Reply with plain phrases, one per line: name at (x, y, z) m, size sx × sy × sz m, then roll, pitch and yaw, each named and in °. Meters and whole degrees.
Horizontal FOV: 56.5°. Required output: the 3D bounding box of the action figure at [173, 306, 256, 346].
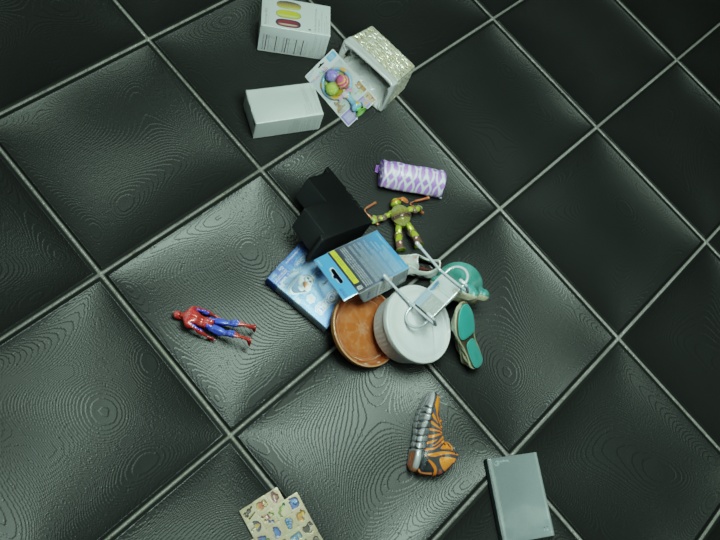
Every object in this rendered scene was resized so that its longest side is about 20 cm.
action figure at (-0.355, 0.132, 1.616) m, size 0.199 × 0.052 × 0.066 m, roll 18°, pitch 60°, yaw -2°

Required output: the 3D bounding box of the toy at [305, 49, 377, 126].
toy at (-0.060, -0.527, 1.923) m, size 0.115 × 0.047 × 0.200 m, roll -41°, pitch 88°, yaw 10°

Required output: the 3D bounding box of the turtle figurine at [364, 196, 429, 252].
turtle figurine at (0.122, -0.139, 1.839) m, size 0.199 × 0.064 × 0.162 m, roll -12°, pitch 73°, yaw -19°

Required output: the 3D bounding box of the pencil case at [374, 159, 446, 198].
pencil case at (0.145, -0.261, 1.886) m, size 0.199 × 0.084 × 0.086 m, roll 9°, pitch 32°, yaw -14°

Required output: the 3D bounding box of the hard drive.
hard drive at (0.391, 0.560, 1.657) m, size 0.139 × 0.033 × 0.201 m, roll -3°, pitch 70°, yaw -16°

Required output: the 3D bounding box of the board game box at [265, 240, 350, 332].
board game box at (-0.105, 0.020, 1.729) m, size 0.199 × 0.043 × 0.200 m, roll 40°, pitch 64°, yaw 1°

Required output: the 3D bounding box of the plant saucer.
plant saucer at (0.011, 0.146, 1.691) m, size 0.200 × 0.032 × 0.201 m, roll 12°, pitch 68°, yaw -31°

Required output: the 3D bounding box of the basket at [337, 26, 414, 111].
basket at (0.044, -0.594, 1.958) m, size 0.200 × 0.136 × 0.123 m, roll 44°, pitch 63°, yaw 4°

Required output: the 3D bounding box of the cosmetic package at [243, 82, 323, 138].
cosmetic package at (-0.215, -0.446, 1.861) m, size 0.199 × 0.081 × 0.113 m, roll -11°, pitch 72°, yaw -18°

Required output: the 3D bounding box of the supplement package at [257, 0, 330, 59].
supplement package at (-0.195, -0.705, 1.950) m, size 0.199 × 0.110 × 0.114 m, roll 4°, pitch 68°, yaw -13°

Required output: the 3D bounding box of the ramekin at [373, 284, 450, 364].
ramekin at (0.123, 0.143, 1.690) m, size 0.202 × 0.094 × 0.203 m, roll 11°, pitch 69°, yaw -30°

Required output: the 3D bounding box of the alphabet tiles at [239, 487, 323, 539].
alphabet tiles at (-0.182, 0.602, 1.503) m, size 0.167 × 0.008 × 0.200 m, roll -27°, pitch 78°, yaw -22°

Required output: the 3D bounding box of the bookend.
bookend at (-0.108, -0.148, 1.719) m, size 0.200 × 0.092 × 0.199 m, roll -25°, pitch 71°, yaw -47°

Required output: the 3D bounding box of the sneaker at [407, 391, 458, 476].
sneaker at (0.188, 0.406, 1.648) m, size 0.112 × 0.078 × 0.201 m, roll 18°, pitch 77°, yaw -12°

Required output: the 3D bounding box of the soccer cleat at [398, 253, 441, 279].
soccer cleat at (0.118, -0.017, 1.779) m, size 0.199 × 0.085 × 0.069 m, roll 8°, pitch 68°, yaw -12°

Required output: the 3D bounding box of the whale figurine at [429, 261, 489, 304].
whale figurine at (0.261, 0.031, 1.733) m, size 0.158 × 0.200 × 0.104 m, roll 16°, pitch 92°, yaw 3°

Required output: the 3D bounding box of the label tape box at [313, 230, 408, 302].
label tape box at (0.000, 0.000, 1.689) m, size 0.199 × 0.066 × 0.143 m, roll -27°, pitch 62°, yaw -24°

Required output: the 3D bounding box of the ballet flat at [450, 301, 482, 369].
ballet flat at (0.259, 0.167, 1.710) m, size 0.067 × 0.062 × 0.201 m, roll -31°, pitch 118°, yaw -31°

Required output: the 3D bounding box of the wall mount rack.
wall mount rack at (0.160, 0.034, 1.617) m, size 0.200 × 0.075 × 0.174 m, roll -44°, pitch 60°, yaw -8°
